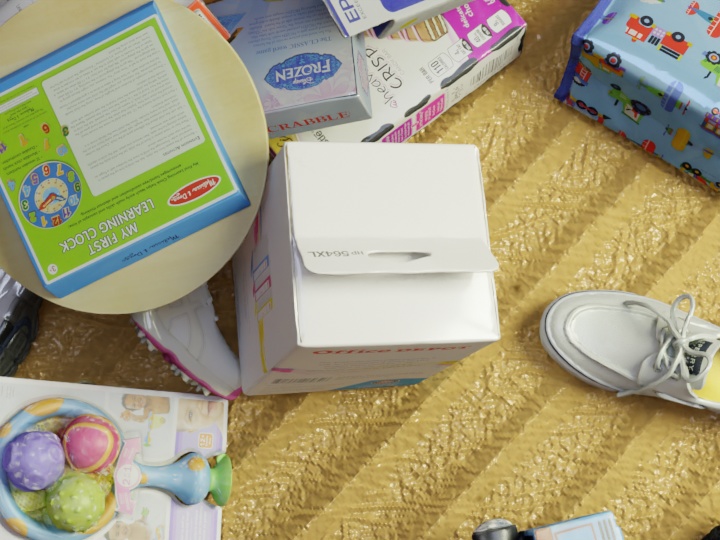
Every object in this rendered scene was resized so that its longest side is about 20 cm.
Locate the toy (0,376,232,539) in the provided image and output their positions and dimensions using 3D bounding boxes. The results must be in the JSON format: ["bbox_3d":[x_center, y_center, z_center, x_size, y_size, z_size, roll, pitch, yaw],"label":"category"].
[{"bbox_3d":[-0.175,0.131,0.897,0.199,0.047,0.116,9,77,-29],"label":"toy"}]

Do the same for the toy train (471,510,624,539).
[{"bbox_3d":[0.134,0.255,0.893,0.114,0.087,0.201,-13,78,-7],"label":"toy train"}]

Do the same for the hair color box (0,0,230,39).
[{"bbox_3d":[-0.196,-0.134,0.906,0.200,0.061,0.102,-39,67,4],"label":"hair color box"}]

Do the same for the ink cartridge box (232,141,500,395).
[{"bbox_3d":[0.000,0.000,0.875,0.128,0.200,0.126,-2,76,-17],"label":"ink cartridge box"}]

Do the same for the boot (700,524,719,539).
[{"bbox_3d":[0.319,0.197,0.901,0.211,0.079,0.158,-43,80,-7],"label":"boot"}]

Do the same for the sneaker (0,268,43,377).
[{"bbox_3d":[-0.246,-0.016,0.966,0.087,0.075,0.201,30,79,13],"label":"sneaker"}]

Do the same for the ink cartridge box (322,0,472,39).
[{"bbox_3d":[0.004,-0.257,0.913,0.200,0.047,0.198,-27,87,-35],"label":"ink cartridge box"}]

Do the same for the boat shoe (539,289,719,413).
[{"bbox_3d":[0.221,0.060,0.929,0.201,0.086,0.075,22,79,5],"label":"boat shoe"}]

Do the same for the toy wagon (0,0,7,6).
[{"bbox_3d":[-0.351,-0.167,1.015,0.199,0.040,0.156,7,78,4],"label":"toy wagon"}]

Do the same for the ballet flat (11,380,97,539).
[{"bbox_3d":[-0.223,0.171,0.933,0.070,0.071,0.201,9,77,3],"label":"ballet flat"}]

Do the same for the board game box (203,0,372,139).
[{"bbox_3d":[-0.099,-0.182,0.949,0.199,0.041,0.201,-9,70,13],"label":"board game box"}]

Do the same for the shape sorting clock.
[{"bbox_3d":[-0.154,-0.073,0.845,0.199,0.039,0.201,0,93,7],"label":"shape sorting clock"}]

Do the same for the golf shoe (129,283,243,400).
[{"bbox_3d":[-0.129,0.002,0.923,0.091,0.075,0.200,-43,115,-7],"label":"golf shoe"}]

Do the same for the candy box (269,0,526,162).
[{"bbox_3d":[0.001,-0.158,0.992,0.200,0.061,0.137,-38,78,-5],"label":"candy box"}]

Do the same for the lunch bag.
[{"bbox_3d":[0.257,-0.181,0.986,0.150,0.094,0.200,32,71,10],"label":"lunch bag"}]
